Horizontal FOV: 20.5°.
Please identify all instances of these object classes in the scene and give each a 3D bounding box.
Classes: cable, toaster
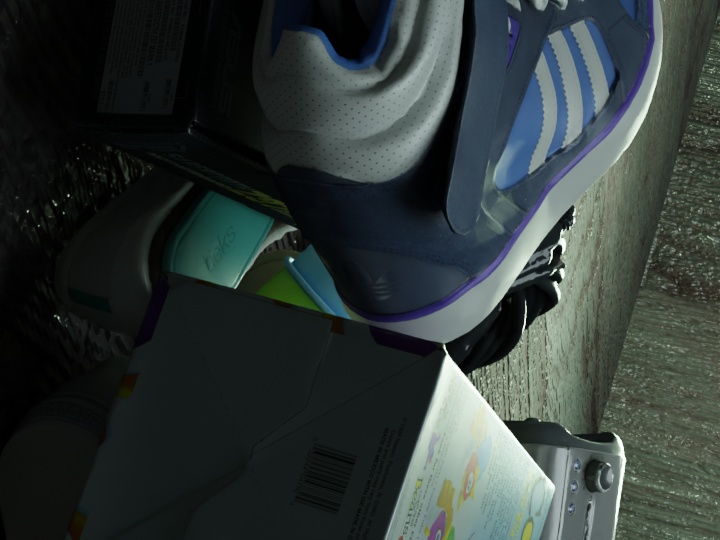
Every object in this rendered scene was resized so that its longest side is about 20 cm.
[{"bbox_3d":[0.026,0.033,1.072,0.199,0.051,0.163,-27,160,-28],"label":"cable"},{"bbox_3d":[0.056,0.154,1.140,0.113,0.199,0.130,16,74,-50],"label":"toaster"}]

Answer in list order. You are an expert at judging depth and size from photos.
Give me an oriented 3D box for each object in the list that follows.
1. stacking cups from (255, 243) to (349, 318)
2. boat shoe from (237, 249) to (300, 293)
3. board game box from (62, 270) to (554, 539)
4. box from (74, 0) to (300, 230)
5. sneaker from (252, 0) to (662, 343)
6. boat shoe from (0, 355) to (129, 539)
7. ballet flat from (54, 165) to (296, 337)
[{"bbox_3d":[0.000,0.000,0.817,0.200,0.061,0.061,-44,166,1],"label":"stacking cups"},{"bbox_3d":[-0.047,0.091,0.872,0.060,0.072,0.201,44,52,-45],"label":"boat shoe"},{"bbox_3d":[-0.010,0.088,0.701,0.200,0.103,0.105,51,56,-66],"label":"board game box"},{"bbox_3d":[-0.019,-0.122,0.686,0.158,0.051,0.201,25,72,-59],"label":"box"},{"bbox_3d":[0.035,-0.088,0.651,0.200,0.080,0.147,-57,143,-32],"label":"sneaker"},{"bbox_3d":[-0.095,0.124,0.744,0.069,0.072,0.201,-49,141,-54],"label":"boat shoe"},{"bbox_3d":[-0.050,-0.037,0.754,0.200,0.069,0.070,-47,150,-50],"label":"ballet flat"}]
